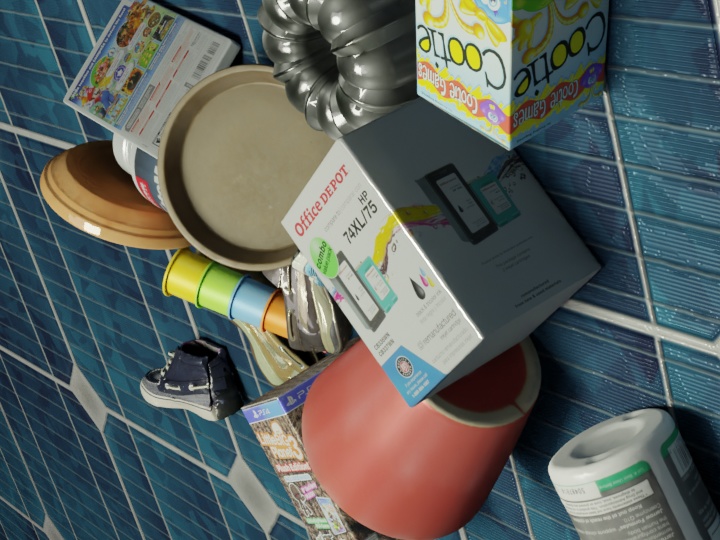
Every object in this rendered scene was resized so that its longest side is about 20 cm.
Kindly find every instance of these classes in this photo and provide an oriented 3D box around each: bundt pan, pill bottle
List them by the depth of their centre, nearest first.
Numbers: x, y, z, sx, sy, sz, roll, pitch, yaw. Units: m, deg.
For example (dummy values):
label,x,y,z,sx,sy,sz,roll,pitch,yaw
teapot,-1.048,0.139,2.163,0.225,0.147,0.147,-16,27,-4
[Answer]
label,x,y,z,sx,sy,sz,roll,pitch,yaw
pill bottle,0.246,0.226,1.295,0.113,0.113,0.200,-14,104,61
bundt pan,-0.020,-0.197,1.368,0.202,0.076,0.202,41,147,34
pill bottle,-0.174,-0.112,1.658,0.200,0.119,0.120,28,139,45

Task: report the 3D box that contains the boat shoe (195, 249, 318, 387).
label,x,y,z,sx,sy,sz,roll,pitch,yaw
boat shoe,-0.107,0.037,1.762,0.076,0.072,0.200,-25,102,48

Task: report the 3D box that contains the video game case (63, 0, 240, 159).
label,x,y,z,sx,sy,sz,roll,pitch,yaw
video game case,-0.223,-0.206,1.646,0.200,0.143,0.018,31,180,43

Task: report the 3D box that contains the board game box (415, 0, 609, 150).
label,x,y,z,sx,sy,sz,roll,pitch,yaw
board game box,0.108,-0.207,1.113,0.103,0.105,0.200,37,145,36

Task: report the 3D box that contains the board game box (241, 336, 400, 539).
label,x,y,z,sx,sy,sz,roll,pitch,yaw
board game box,0.003,0.184,1.607,0.200,0.159,0.097,61,151,-3

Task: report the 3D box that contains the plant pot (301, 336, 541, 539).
label,x,y,z,sx,sy,sz,roll,pitch,yaw
plant pot,0.064,0.121,1.432,0.201,0.200,0.177,52,143,15

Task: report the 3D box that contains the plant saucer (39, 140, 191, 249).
label,x,y,z,sx,sy,sz,roll,pitch,yaw
plant saucer,-0.256,-0.092,1.748,0.200,0.200,0.038,40,123,32

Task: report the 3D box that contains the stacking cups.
label,x,y,z,sx,sy,sz,roll,pitch,yaw
stacking cups,-0.117,0.040,1.701,0.200,0.061,0.061,25,142,13

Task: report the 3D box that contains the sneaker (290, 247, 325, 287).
label,x,y,z,sx,sy,sz,roll,pitch,yaw
sneaker,0.000,0.000,1.454,0.090,0.078,0.200,33,-173,11

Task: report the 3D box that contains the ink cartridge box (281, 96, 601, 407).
label,x,y,z,sx,sy,sz,roll,pitch,yaw
ink cartridge box,0.063,-0.023,1.309,0.200,0.146,0.147,54,146,11

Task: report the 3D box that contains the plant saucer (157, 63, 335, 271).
label,x,y,z,sx,sy,sz,roll,pitch,yaw
plant saucer,-0.100,-0.100,1.520,0.200,0.200,0.029,59,-165,1

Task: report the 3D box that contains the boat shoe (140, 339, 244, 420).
label,x,y,z,sx,sy,sz,roll,pitch,yaw
boat shoe,-0.229,0.130,2.047,0.200,0.075,0.093,8,117,47

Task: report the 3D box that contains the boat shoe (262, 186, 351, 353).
label,x,y,z,sx,sy,sz,roll,pitch,yaw
boat shoe,-0.065,-0.009,1.578,0.074,0.073,0.200,-36,-64,-75
